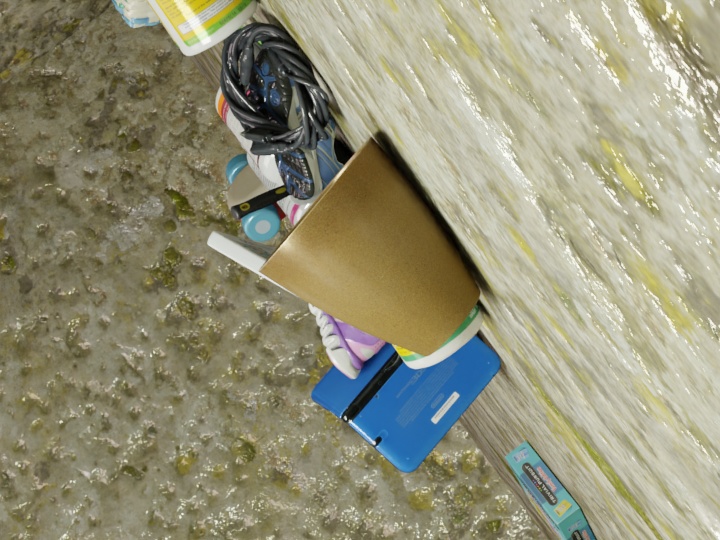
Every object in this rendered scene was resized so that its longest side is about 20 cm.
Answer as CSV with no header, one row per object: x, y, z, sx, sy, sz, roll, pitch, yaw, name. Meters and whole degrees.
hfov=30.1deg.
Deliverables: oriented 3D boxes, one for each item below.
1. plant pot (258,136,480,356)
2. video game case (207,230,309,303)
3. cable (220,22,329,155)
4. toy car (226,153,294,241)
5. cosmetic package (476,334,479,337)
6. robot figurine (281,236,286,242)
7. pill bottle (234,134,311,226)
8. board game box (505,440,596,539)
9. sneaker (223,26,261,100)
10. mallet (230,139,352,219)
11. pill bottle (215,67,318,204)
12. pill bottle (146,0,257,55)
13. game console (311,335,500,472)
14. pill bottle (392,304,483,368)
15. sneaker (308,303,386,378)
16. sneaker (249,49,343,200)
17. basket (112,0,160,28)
0.024,-0.006,1.429,0.200,0.187,0.186,41,178,-4,plant pot
-0.070,0.012,1.674,0.199,0.024,0.182,29,-175,23,video game case
-0.100,-0.221,1.619,0.199,0.051,0.164,1,106,56,cable
-0.098,-0.111,2.198,0.200,0.177,0.185,41,-165,-35,toy car
0.066,0.133,1.848,0.102,0.199,0.071,52,177,37,cosmetic package
-0.007,-0.014,1.738,0.199,0.059,0.145,15,-169,-44,robot figurine
-0.099,-0.160,1.997,0.200,0.113,0.113,53,177,23,pill bottle
0.320,0.389,2.206,0.151,0.047,0.200,52,176,39,board game box
-0.128,-0.245,1.789,0.200,0.084,0.077,53,176,14,sneaker
-0.089,-0.118,1.742,0.066,0.199,0.041,62,148,16,mallet
-0.113,-0.193,1.883,0.200,0.109,0.110,53,177,28,pill bottle
-0.221,-0.369,1.599,0.201,0.111,0.111,56,177,-21,pill bottle
0.059,0.145,1.787,0.171,0.200,0.118,41,170,3,game console
0.048,0.006,1.571,0.201,0.112,0.113,55,177,-11,pill bottle
-0.020,0.045,1.789,0.080,0.088,0.201,41,-162,-54,sneaker
-0.081,-0.193,1.712,0.075,0.077,0.201,-8,101,51,sneaker
-0.293,-0.443,1.817,0.177,0.138,0.201,51,142,33,basket
